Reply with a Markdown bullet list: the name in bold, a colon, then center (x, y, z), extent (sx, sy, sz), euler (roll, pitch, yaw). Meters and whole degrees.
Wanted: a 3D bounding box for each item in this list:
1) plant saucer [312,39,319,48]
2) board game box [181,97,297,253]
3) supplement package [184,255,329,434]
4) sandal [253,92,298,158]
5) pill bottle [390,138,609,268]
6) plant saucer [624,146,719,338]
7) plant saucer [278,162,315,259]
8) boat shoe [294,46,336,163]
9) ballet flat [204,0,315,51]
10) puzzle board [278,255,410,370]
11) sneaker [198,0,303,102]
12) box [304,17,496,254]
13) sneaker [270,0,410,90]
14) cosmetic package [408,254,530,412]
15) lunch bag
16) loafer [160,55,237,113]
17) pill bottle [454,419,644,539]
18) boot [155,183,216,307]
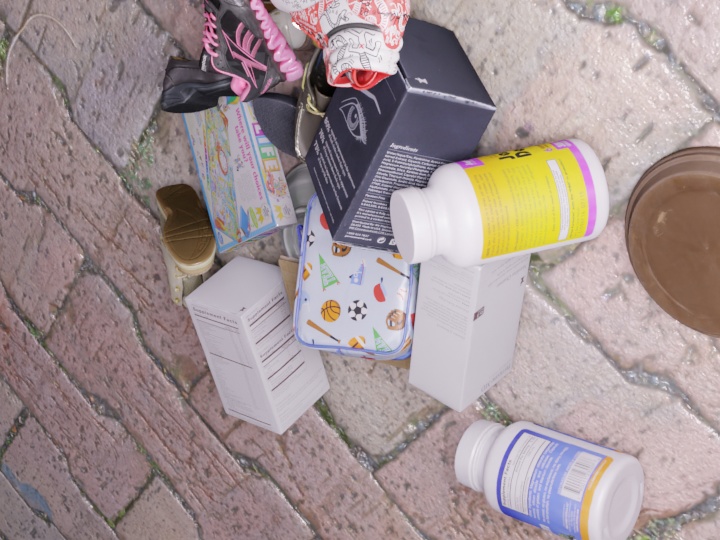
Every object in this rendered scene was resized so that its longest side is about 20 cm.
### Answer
- **plant saucer**: center (0.005, -0.356, 1.188), extent (0.200, 0.048, 0.201), euler (-30, 69, 49)
- **board game box**: center (-0.157, -0.136, 1.488), extent (0.134, 0.034, 0.201), euler (-20, 83, 48)
- **supplement package**: center (-0.135, 0.099, 1.572), extent (0.114, 0.110, 0.200), euler (15, 133, 37)
- **sandal**: center (-0.039, -0.165, 1.398), extent (0.200, 0.043, 0.076), euler (20, 135, 23)
- **pill bottle**: center (0.134, -0.062, 1.153), extent (0.104, 0.199, 0.105), euler (167, 90, -76)
- **plant saucer**: center (0.339, -0.020, 1.124), extent (0.200, 0.029, 0.201), euler (22, 127, 33)
- **plant saucer**: center (-0.042, -0.037, 1.466), extent (0.200, 0.050, 0.201), euler (23, 128, 33)
- **boat shoe**: center (-0.034, -0.204, 1.307), extent (0.072, 0.060, 0.202), euler (27, 116, 9)
- **ballet flat**: center (-0.104, -0.283, 1.361), extent (0.200, 0.067, 0.068), euler (12, 122, 39)
- **puzzle board**: center (0.000, 0.055, 1.457), extent (0.199, 0.017, 0.151), euler (13, 138, 23)
- **sneaker**: center (-0.138, -0.250, 1.245), extent (0.079, 0.095, 0.200), euler (59, -177, 39)
- **box**: center (0.035, -0.141, 1.218), extent (0.200, 0.104, 0.148), euler (-61, 32, 35)
- **sneaker**: center (-0.032, -0.234, 1.146), extent (0.201, 0.067, 0.108), euler (12, 96, 49)
- **cosmetic package**: center (0.122, 0.043, 1.311), extent (0.081, 0.113, 0.201), euler (26, 131, 31)
- **lunch bag**: center (0.000, 0.000, 1.356), extent (0.160, 0.076, 0.201), euler (5, 84, 22)
- **loafer**: center (-0.167, -0.242, 1.403), extent (0.199, 0.073, 0.073), euler (-8, 87, 35)
- **pill bottle**: center (0.211, 0.237, 1.341), extent (0.200, 0.112, 0.112), euler (14, 123, 39)
- **boot**: center (-0.233, -0.010, 1.608), extent (0.200, 0.072, 0.155), euler (-120, 24, -53)
